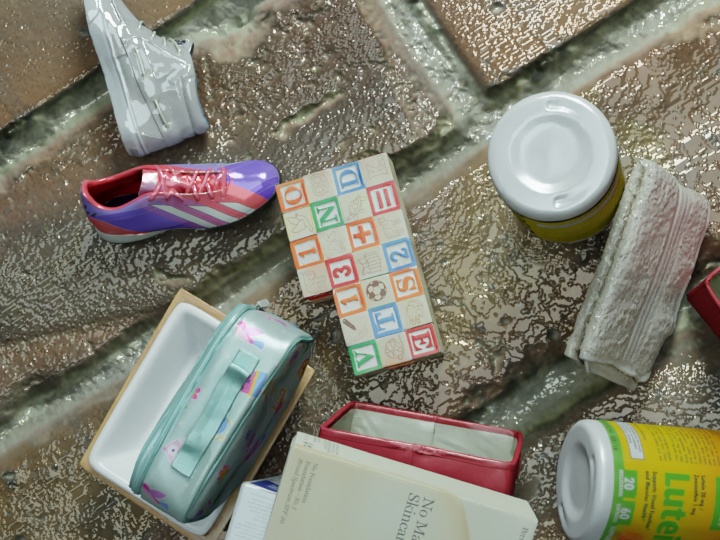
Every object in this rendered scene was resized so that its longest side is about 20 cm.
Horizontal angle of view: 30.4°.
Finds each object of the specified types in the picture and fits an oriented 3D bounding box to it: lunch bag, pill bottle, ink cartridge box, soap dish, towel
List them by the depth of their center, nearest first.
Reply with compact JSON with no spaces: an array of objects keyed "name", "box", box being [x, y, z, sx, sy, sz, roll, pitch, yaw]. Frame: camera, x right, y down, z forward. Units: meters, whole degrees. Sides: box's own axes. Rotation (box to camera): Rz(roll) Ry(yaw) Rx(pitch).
[{"name":"lunch bag","box":[-0.120,0.120,1.163,0.077,0.160,0.201,30,89,9]},{"name":"pill bottle","box":[0.286,0.196,1.187,0.199,0.111,0.112,6,85,-11]},{"name":"pill bottle","box":[0.182,-0.085,1.197,0.111,0.200,0.112,-2,82,15]},{"name":"ink cartridge box","box":[-0.103,0.288,1.205,0.040,0.200,0.201,19,87,8]},{"name":"towel","box":[0.259,0.008,1.218,0.034,0.132,0.201,18,88,39]},{"name":"soap dish","box":[-0.156,0.143,1.287,0.157,0.081,0.201,30,90,10]}]

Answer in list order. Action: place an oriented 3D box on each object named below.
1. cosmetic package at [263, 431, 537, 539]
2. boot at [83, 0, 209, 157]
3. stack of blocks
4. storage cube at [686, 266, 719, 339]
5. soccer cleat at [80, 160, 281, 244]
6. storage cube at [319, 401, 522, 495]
[{"name":"cosmetic package","box":[0.028,0.208,1.045,0.199,0.073,0.104,16,92,0]},{"name":"boot","box":[-0.216,-0.222,1.344,0.095,0.074,0.201,-17,91,0]},{"name":"stack of blocks","box":[0.000,0.000,1.290,0.115,0.059,0.201,-16,83,6]},{"name":"storage cube","box":[0.411,0.034,1.167,0.200,0.180,0.171,-36,81,4]},{"name":"soccer cleat","box":[-0.178,-0.077,1.309,0.199,0.073,0.068,-11,58,8]},{"name":"storage cube","box":[0.047,0.230,1.189,0.170,0.200,0.181,9,92,8]}]
